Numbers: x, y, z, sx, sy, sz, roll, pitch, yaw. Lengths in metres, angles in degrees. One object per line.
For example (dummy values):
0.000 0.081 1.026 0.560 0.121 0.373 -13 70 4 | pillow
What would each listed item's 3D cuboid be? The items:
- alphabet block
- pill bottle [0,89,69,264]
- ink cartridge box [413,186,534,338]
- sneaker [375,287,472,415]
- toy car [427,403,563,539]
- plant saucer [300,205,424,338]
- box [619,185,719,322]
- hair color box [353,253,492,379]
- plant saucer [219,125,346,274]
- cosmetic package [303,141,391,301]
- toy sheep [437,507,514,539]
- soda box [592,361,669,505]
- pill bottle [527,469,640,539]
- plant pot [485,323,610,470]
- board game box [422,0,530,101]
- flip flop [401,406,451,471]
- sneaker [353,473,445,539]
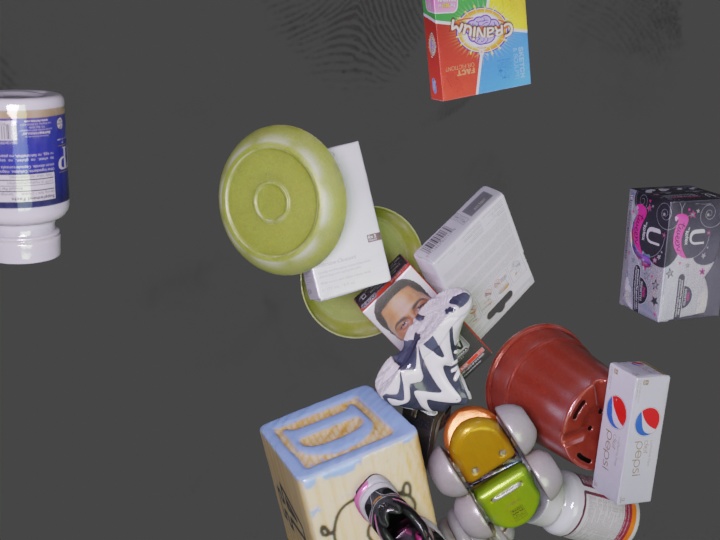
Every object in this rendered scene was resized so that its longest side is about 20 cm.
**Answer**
-0.017 0.318 1.541 0.194 0.196 0.202 -19 111 -16 | alphabet block
-0.421 -0.117 1.290 0.118 0.120 0.202 -5 107 -22 | pill bottle
0.180 -0.005 1.617 0.162 0.057 0.201 -44 137 -17 | ink cartridge box
0.126 0.127 1.500 0.129 0.080 0.200 30 100 -23 | sneaker
0.200 0.299 1.620 0.174 0.150 0.201 -32 105 0 | toy car
0.000 0.000 1.552 0.198 0.031 0.202 -6 107 -21 | plant saucer
0.515 -0.029 1.716 0.131 0.115 0.202 -5 106 -22 | box
0.093 0.083 1.552 0.101 0.061 0.200 -44 112 3 | hair color box
-0.113 -0.092 1.400 0.031 0.198 0.202 -17 117 -62 | plant saucer
-0.038 -0.069 1.456 0.112 0.081 0.202 -16 94 -13 | cosmetic package
0.186 0.437 1.693 0.199 0.138 0.138 -33 115 5 | toy sheep
0.400 0.240 1.549 0.063 0.068 0.202 -1 105 -23 | soda box
0.368 0.401 1.775 0.198 0.109 0.111 19 97 -25 | pill bottle
0.331 0.208 1.659 0.199 0.195 0.203 -6 106 -22 | plant pot
0.168 -0.360 1.518 0.151 0.040 0.202 -14 109 -19 | board game box
0.108 0.228 1.642 0.057 0.080 0.202 17 89 -61 | flip flop
0.067 0.373 1.436 0.080 0.086 0.200 -46 117 -4 | sneaker
